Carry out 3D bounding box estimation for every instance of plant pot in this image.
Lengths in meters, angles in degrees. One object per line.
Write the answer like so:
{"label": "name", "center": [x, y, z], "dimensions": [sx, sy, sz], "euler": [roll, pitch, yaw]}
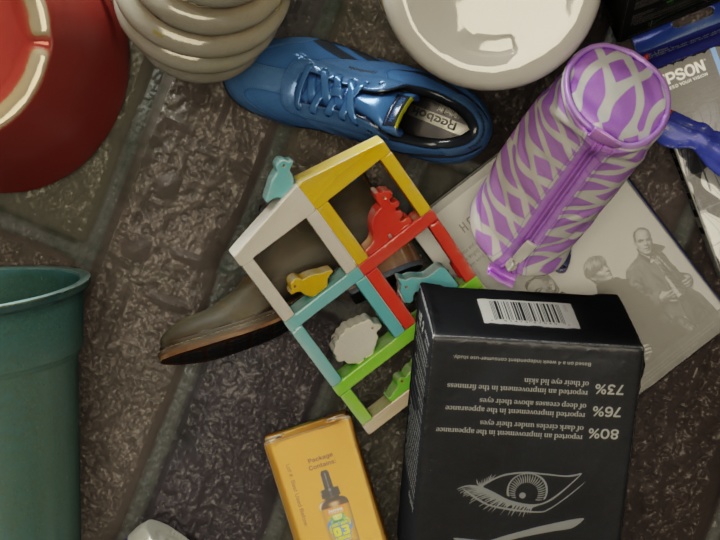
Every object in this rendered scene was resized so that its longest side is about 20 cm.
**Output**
{"label": "plant pot", "center": [-0.266, -0.154, 1.558], "dimensions": [0.199, 0.177, 0.202], "euler": [0, 91, 2]}
{"label": "plant pot", "center": [-0.277, 0.109, 1.567], "dimensions": [0.198, 0.200, 0.198], "euler": [-4, 100, 3]}

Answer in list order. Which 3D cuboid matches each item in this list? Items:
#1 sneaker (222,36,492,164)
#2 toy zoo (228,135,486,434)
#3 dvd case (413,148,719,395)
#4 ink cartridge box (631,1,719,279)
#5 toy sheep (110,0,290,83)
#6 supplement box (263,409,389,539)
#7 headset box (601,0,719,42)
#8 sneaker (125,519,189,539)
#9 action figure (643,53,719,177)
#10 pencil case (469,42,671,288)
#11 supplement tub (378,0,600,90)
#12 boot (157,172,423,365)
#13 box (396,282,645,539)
{"label": "sneaker", "center": [-0.003, -0.124, 1.596], "dimensions": [0.199, 0.078, 0.066], "euler": [15, 94, 4]}
{"label": "toy zoo", "center": [0.000, 0.000, 1.562], "dimensions": [0.131, 0.020, 0.200], "euler": [-37, 112, -2]}
{"label": "dvd case", "center": [0.150, 0.002, 1.617], "dimensions": [0.150, 0.025, 0.200], "euler": [-37, 89, 3]}
{"label": "ink cartridge box", "center": [0.266, -0.104, 1.603], "dimensions": [0.099, 0.039, 0.201], "euler": [-22, 89, 4]}
{"label": "toy sheep", "center": [-0.112, -0.198, 1.554], "dimensions": [0.137, 0.200, 0.139], "euler": [3, 62, -6]}
{"label": "supplement box", "center": [-0.009, 0.203, 1.609], "dimensions": [0.066, 0.069, 0.201], "euler": [-17, 92, 2]}
{"label": "headset box", "center": [0.184, -0.264, 1.516], "dimensions": [0.092, 0.200, 0.175], "euler": [-22, 84, 3]}
{"label": "sneaker", "center": [-0.128, 0.290, 1.616], "dimensions": [0.200, 0.081, 0.147], "euler": [41, 101, -2]}
{"label": "action figure", "center": [0.276, -0.088, 1.547], "dimensions": [0.200, 0.065, 0.099], "euler": [43, 110, 0]}
{"label": "pencil case", "center": [0.135, -0.069, 1.510], "dimensions": [0.084, 0.200, 0.086], "euler": [31, 55, 1]}
{"label": "supplement tub", "center": [0.081, -0.203, 1.519], "dimensions": [0.144, 0.200, 0.147], "euler": [0, 101, -2]}
{"label": "boot", "center": [-0.064, -0.006, 1.611], "dimensions": [0.199, 0.075, 0.098], "euler": [-22, 81, -7]}
{"label": "box", "center": [0.106, 0.121, 1.549], "dimensions": [0.147, 0.104, 0.202], "euler": [4, 109, -5]}
